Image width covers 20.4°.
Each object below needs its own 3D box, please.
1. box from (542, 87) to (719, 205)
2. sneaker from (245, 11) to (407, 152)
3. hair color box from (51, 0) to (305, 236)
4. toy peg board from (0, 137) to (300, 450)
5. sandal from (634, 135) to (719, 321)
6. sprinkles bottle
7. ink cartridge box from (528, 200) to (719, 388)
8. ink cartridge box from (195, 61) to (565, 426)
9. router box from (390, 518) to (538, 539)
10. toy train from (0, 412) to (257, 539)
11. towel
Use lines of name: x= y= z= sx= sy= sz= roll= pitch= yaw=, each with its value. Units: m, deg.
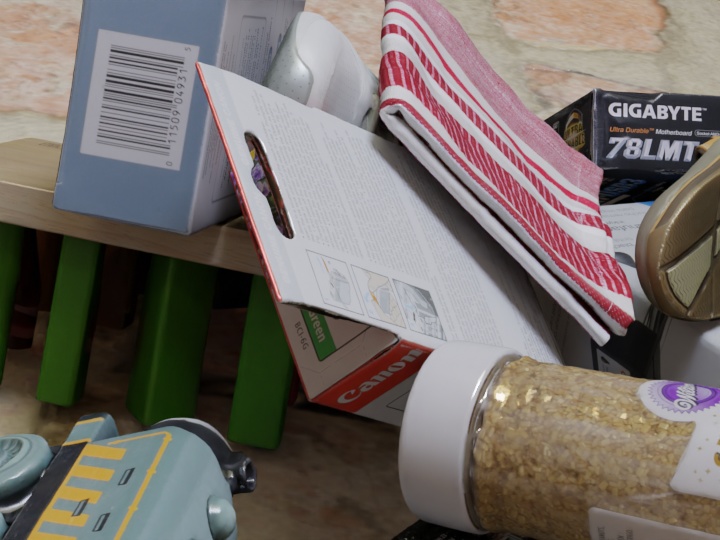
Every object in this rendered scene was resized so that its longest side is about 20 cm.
box: x=0.191 y=-0.055 z=1.111 sx=0.197 sy=0.050 sz=0.200 roll=4 pitch=-8 yaw=-11
sneaker: x=0.001 y=-0.059 z=0.878 sx=0.080 sy=0.071 sz=0.200 roll=24 pitch=-2 yaw=11
hair color box: x=-0.073 y=-0.078 z=0.869 sx=0.060 sy=0.100 sz=0.200 roll=11 pitch=8 yaw=6
toy peg board: x=-0.097 y=0.008 z=0.952 sx=0.198 sy=0.099 sz=0.199 roll=12 pitch=8 yaw=5
sandal: x=0.174 y=-0.029 z=0.926 sx=0.054 sy=0.081 sz=0.199 roll=-2 pitch=16 yaw=41
sprinkles bottle: x=0.114 y=0.072 z=0.695 sx=0.199 sy=0.069 sz=0.068 roll=9 pitch=21 yaw=26
ink cartridge box: x=0.182 y=0.040 z=0.950 sx=0.144 sy=0.084 sz=0.200 roll=-5 pitch=26 yaw=-30
ink cartridge box: x=0.000 y=0.000 z=0.782 sx=0.199 sy=0.050 sz=0.110 roll=19 pitch=43 yaw=-51
router box: x=0.058 y=0.149 z=0.697 sx=0.148 sy=0.051 sz=0.200 roll=23 pitch=27 yaw=26
toy train: x=-0.100 y=0.109 z=0.662 sx=0.113 sy=0.086 sz=0.200 roll=-11 pitch=18 yaw=13
towel: x=0.062 y=-0.055 z=0.890 sx=0.144 sy=0.023 sz=0.200 roll=44 pitch=16 yaw=-14
